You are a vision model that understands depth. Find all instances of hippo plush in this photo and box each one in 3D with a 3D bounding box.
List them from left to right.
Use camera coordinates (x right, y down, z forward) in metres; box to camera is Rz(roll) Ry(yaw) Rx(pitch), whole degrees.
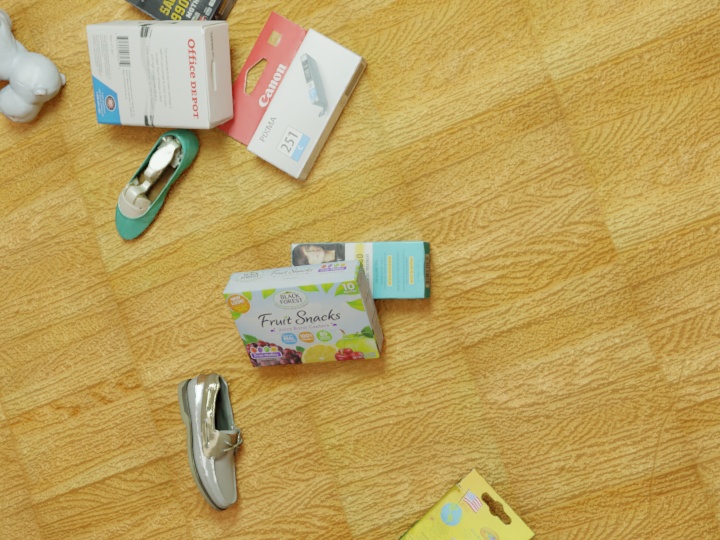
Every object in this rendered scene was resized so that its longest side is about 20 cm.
[{"bbox_3d":[-0.542,-0.328,1.573,0.160,0.160,0.200,36,116,-18],"label":"hippo plush"}]

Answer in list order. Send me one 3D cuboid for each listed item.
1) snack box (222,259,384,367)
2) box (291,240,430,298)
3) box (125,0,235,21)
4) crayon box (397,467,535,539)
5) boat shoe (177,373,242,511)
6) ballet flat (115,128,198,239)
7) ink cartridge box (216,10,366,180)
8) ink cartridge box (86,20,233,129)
[{"bbox_3d":[-0.079,0.063,1.426,0.197,0.053,0.143,-6,124,17],"label":"snack box"},{"bbox_3d":[0.000,0.000,1.449,0.197,0.049,0.083,-1,88,15],"label":"box"},{"bbox_3d":[-0.252,-0.463,1.525,0.157,0.048,0.201,32,97,13],"label":"box"},{"bbox_3d":[0.136,0.386,1.404,0.200,0.051,0.127,-46,79,10],"label":"crayon box"},{"bbox_3d":[-0.214,0.253,1.488,0.068,0.075,0.202,-19,83,19],"label":"boat shoe"},{"bbox_3d":[-0.323,-0.135,1.526,0.067,0.070,0.201,39,99,12],"label":"ballet flat"},{"bbox_3d":[-0.112,-0.263,1.487,0.175,0.045,0.202,30,96,12],"label":"ink cartridge box"},{"bbox_3d":[-0.294,-0.292,1.486,0.198,0.084,0.148,6,110,19],"label":"ink cartridge box"}]
